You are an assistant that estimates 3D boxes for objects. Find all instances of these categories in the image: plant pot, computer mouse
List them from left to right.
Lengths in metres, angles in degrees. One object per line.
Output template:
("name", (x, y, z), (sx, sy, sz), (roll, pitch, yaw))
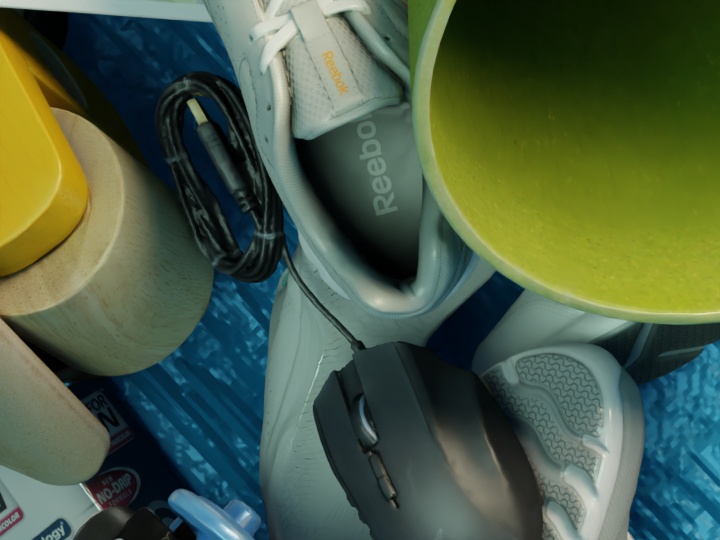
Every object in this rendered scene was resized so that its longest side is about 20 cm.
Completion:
("computer mouse", (-0.010, 0.023, 0.825), (0.059, 0.034, 0.200), (-44, 77, 36))
("plant pot", (0.090, -0.121, 0.752), (0.186, 0.201, 0.188), (-6, 135, -6))

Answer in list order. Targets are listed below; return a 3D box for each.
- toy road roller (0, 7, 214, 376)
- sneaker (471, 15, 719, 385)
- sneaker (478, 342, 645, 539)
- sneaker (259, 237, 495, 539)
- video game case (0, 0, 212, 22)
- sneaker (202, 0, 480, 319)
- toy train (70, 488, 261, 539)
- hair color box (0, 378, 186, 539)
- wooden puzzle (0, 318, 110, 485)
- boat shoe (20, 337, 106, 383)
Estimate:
("toy road roller", (-0.157, -0.034, 0.883), (0.146, 0.123, 0.200), (-37, 64, 6))
("sneaker", (0.104, -0.026, 0.859), (0.200, 0.070, 0.080), (-44, 62, 29))
("sneaker", (0.062, 0.101, 0.881), (0.075, 0.082, 0.201), (42, 136, 33))
("sneaker", (0.000, 0.000, 0.896), (0.075, 0.089, 0.201), (12, 109, -19))
("video game case", (-0.078, -0.148, 0.790), (0.199, 0.018, 0.144), (3, 113, -9))
("sneaker", (-0.012, -0.077, 0.755), (0.075, 0.092, 0.201), (-25, 99, 3))
("toy train", (-0.014, 0.149, 0.845), (0.200, 0.114, 0.087), (34, 78, 29))
("hair color box", (-0.084, 0.149, 0.976), (0.100, 0.060, 0.200), (-37, 88, 25))
("wooden puzzle", (-0.203, 0.015, 0.846), (0.199, 0.185, 0.046), (13, 67, 28))
("boat shoe", (-0.172, 0.013, 0.970), (0.199, 0.072, 0.073), (-3, 103, 23))
